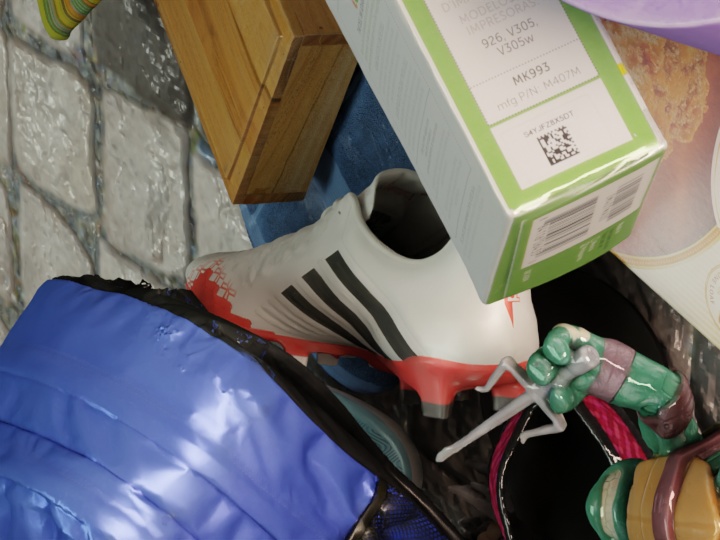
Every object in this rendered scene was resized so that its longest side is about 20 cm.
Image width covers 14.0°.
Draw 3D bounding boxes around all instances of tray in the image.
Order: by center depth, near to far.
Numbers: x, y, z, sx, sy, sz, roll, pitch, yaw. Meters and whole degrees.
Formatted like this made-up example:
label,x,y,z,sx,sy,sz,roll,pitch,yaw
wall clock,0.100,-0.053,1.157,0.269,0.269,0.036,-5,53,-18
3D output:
label,x,y,z,sx,sy,sz,roll,pitch,yaw
tray,-0.057,-0.135,1.209,0.099,0.037,0.200,113,144,-46

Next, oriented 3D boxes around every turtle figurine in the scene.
label,x,y,z,sx,sy,sz,roll,pitch,yaw
turtle figurine,0.106,0.084,0.986,0.200,0.100,0.150,-10,97,66

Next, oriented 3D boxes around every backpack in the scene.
label,x,y,z,sx,sy,sz,roll,pitch,yaw
backpack,-0.067,0.108,1.108,0.162,0.168,0.200,8,145,48

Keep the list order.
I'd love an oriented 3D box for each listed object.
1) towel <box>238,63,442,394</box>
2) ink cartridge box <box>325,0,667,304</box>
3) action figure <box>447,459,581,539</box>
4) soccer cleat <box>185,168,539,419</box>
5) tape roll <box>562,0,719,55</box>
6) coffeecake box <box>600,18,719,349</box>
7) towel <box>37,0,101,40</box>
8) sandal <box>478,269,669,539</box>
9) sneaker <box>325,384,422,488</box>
label,x,y,z,sx,sy,sz,roll,pitch,yaw
towel,0.017,-0.029,1.187,0.112,0.048,0.200,62,146,13
ink cartridge box,0.025,-0.098,0.962,0.200,0.059,0.104,62,171,13
action figure,0.081,0.155,1.170,0.130,0.069,0.201,42,133,48
soccer cleat,0.000,0.000,1.133,0.200,0.068,0.086,16,104,54
tape roll,0.123,-0.163,0.859,0.199,0.085,0.201,-6,81,38
coffeecake box,0.113,-0.085,0.994,0.200,0.073,0.154,44,137,35
towel,-0.106,-0.167,1.254,0.200,0.018,0.086,-28,73,63
sandal,0.082,0.087,1.089,0.075,0.045,0.201,-15,68,21
sneaker,-0.051,0.078,1.320,0.199,0.130,0.080,5,93,21
